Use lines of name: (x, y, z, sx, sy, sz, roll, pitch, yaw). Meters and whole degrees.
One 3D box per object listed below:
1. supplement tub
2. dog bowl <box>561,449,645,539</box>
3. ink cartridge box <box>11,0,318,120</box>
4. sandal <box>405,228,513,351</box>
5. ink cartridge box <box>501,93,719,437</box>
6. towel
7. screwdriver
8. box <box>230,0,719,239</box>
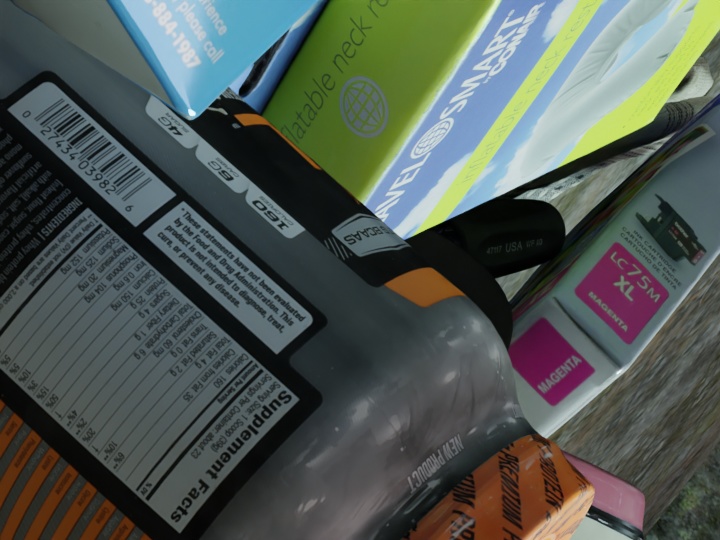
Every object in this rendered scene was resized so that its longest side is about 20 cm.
supplement tub: (-0.051, 0.020, 0.565, 0.123, 0.200, 0.123, -45, 167, -13)
dog bowl: (0.049, 0.110, 1.182, 0.200, 0.200, 0.074, 50, 61, -77)
ink cartridge box: (-0.003, -0.142, 0.456, 0.200, 0.068, 0.116, -45, 137, -13)
sandal: (-0.023, 0.002, 0.700, 0.200, 0.075, 0.045, 21, 154, -39)
ink cartridge box: (0.088, 0.003, 0.868, 0.119, 0.042, 0.200, -45, 177, 43)
towel: (0.036, -0.022, 0.937, 0.192, 0.035, 0.200, -29, 177, 26)
screwdriver: (0.000, 0.000, 0.776, 0.200, 0.028, 0.029, -14, 140, -47)
box: (0.044, -0.071, 0.679, 0.200, 0.048, 0.122, -26, 157, -46)
